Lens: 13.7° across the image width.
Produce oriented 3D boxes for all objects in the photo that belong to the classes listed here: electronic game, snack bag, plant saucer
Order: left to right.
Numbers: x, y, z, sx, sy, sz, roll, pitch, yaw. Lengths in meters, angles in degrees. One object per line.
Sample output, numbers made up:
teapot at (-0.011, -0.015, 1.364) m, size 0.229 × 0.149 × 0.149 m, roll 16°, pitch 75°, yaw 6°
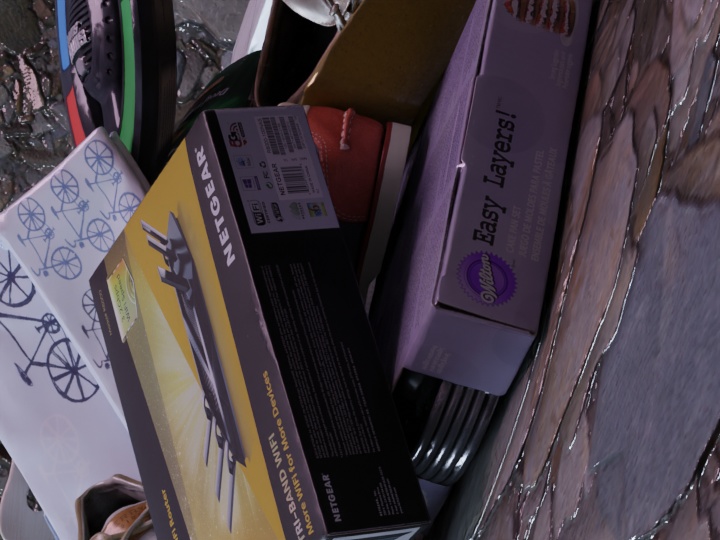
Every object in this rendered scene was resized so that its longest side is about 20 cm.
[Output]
snack bag at (-0.148, 0.047, 1.635) m, size 0.200 × 0.189 × 0.021 m, roll -35°, pitch -5°, yaw 37°
electronic game at (-0.140, -0.131, 1.657) m, size 0.200 × 0.041 × 0.201 m, roll 174°, pitch 90°, yaw -72°
plant saucer at (0.030, -0.106, 1.462) m, size 0.200 × 0.048 × 0.200 m, roll -56°, pitch -5°, yaw -26°

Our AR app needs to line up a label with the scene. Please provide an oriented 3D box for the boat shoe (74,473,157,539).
boat shoe at (-0.102, 0.147, 1.454) m, size 0.075 × 0.069 × 0.200 m, roll -32°, pitch 13°, yaw -15°

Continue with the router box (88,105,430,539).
router box at (-0.049, 0.053, 1.306) m, size 0.157 × 0.052 × 0.201 m, roll -51°, pitch 50°, yaw 52°

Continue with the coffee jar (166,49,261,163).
coffee jar at (-0.086, -0.032, 1.718) m, size 0.104 × 0.085 × 0.200 m, roll -35°, pitch 18°, yaw 43°

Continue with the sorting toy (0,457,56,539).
sorting toy at (-0.128, 0.105, 1.754) m, size 0.107 × 0.179 × 0.201 m, roll 128°, pitch 140°, yaw -56°

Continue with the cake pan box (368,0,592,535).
cake pan box at (0.043, -0.007, 1.313) m, size 0.185 × 0.052 × 0.201 m, roll 111°, pitch 173°, yaw -54°

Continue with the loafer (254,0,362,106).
loafer at (-0.018, -0.138, 1.543) m, size 0.072 × 0.063 × 0.200 m, roll 58°, pitch 161°, yaw 24°

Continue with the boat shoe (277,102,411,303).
boat shoe at (-0.027, 0.015, 1.381) m, size 0.071 × 0.062 × 0.201 m, roll -85°, pitch 8°, yaw -60°

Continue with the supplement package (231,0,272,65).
supplement package at (-0.015, -0.160, 1.919) m, size 0.201 × 0.109 × 0.114 m, roll 113°, pitch 171°, yaw -45°

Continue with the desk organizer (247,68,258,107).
desk organizer at (-0.008, -0.161, 1.722) m, size 0.077 × 0.071 × 0.201 m, roll 120°, pitch 168°, yaw -69°

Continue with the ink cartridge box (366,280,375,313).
ink cartridge box at (0.000, 0.000, 1.710) m, size 0.200 × 0.040 × 0.201 m, roll 148°, pitch 137°, yaw -81°
